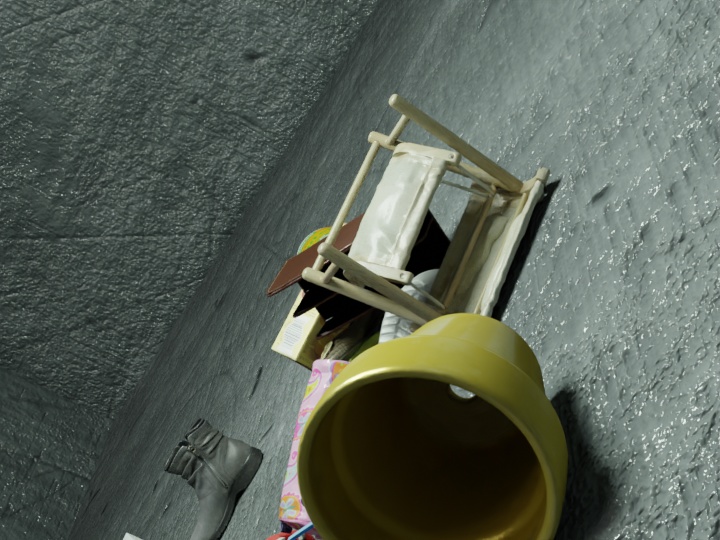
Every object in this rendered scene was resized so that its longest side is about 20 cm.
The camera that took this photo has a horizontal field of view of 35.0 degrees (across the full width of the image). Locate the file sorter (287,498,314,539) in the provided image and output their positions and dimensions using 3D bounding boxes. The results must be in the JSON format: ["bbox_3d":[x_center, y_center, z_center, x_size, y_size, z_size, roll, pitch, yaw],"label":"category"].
[{"bbox_3d":[0.005,0.255,1.026,0.139,0.123,0.200,-46,21,51],"label":"file sorter"}]

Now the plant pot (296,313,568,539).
[{"bbox_3d":[0.071,0.129,0.920,0.201,0.201,0.189,-55,-1,25],"label":"plant pot"}]

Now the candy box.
[{"bbox_3d":[-0.028,0.047,1.576,0.055,0.115,0.200,22,81,40],"label":"candy box"}]

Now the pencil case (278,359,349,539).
[{"bbox_3d":[-0.034,0.202,1.291,0.087,0.087,0.200,151,132,-66],"label":"pencil case"}]

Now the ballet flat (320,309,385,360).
[{"bbox_3d":[-0.011,0.076,1.491,0.067,0.046,0.200,-49,-1,39],"label":"ballet flat"}]

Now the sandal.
[{"bbox_3d":[0.060,0.092,1.299,0.203,0.082,0.050,-68,-28,-21],"label":"sandal"}]

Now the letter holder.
[{"bbox_3d":[0.000,0.000,1.403,0.200,0.101,0.142,-31,10,17],"label":"letter holder"}]

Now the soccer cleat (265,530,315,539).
[{"bbox_3d":[-0.126,0.355,1.278,0.085,0.069,0.200,-27,4,45],"label":"soccer cleat"}]

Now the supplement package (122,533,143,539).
[{"bbox_3d":[-0.285,0.475,1.595,0.151,0.152,0.200,-64,13,-14],"label":"supplement package"}]

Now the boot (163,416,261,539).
[{"bbox_3d":[-0.257,0.340,1.811,0.200,0.132,0.070,-62,14,-3],"label":"boot"}]

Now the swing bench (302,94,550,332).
[{"bbox_3d":[0.073,-0.047,1.247,0.199,0.200,0.130,-65,4,-17],"label":"swing bench"}]

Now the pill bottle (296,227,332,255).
[{"bbox_3d":[-0.038,-0.010,1.752,0.111,0.111,0.200,-62,13,-4],"label":"pill bottle"}]

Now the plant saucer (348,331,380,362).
[{"bbox_3d":[-0.003,0.171,1.427,0.200,0.031,0.200,-57,13,21],"label":"plant saucer"}]
